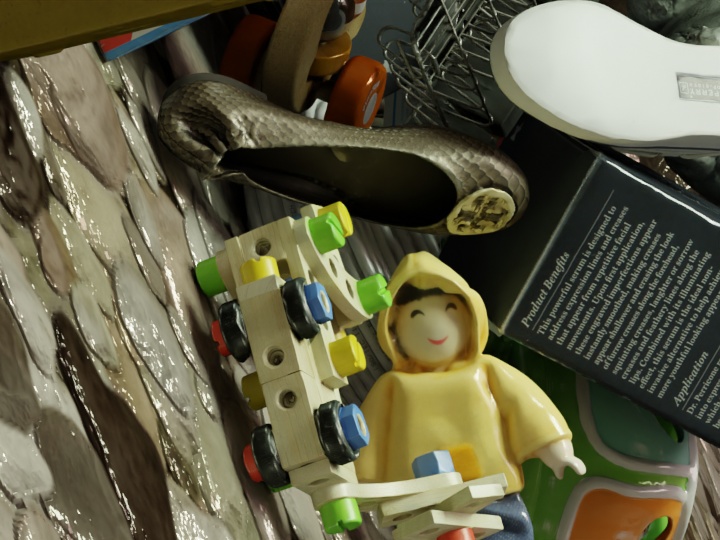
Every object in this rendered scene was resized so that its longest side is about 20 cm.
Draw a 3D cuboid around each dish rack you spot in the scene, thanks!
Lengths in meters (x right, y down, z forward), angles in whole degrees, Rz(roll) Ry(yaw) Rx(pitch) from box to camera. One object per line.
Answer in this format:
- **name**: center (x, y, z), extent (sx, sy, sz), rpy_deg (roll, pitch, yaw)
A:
- **dish rack**: center (0.064, -0.139, 1.420), extent (0.054, 0.154, 0.200), rpy_deg (30, -12, 20)

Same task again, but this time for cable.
- **cable**: center (0.000, 0.000, 1.513), extent (0.200, 0.069, 0.200), rpy_deg (58, 15, -32)

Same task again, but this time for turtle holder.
- **turtle holder**: center (0.121, 0.107, 1.604), extent (0.186, 0.131, 0.142), rpy_deg (-104, -157, -78)

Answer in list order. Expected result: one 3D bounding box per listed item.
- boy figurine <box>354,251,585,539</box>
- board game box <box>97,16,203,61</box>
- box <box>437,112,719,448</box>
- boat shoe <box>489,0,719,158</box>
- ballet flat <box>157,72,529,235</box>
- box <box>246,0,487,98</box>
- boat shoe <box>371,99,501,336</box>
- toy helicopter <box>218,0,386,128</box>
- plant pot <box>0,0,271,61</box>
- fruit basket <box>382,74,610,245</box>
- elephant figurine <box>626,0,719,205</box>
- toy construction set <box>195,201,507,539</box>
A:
- **boy figurine**: center (0.050, 0.089, 1.388), extent (0.064, 0.124, 0.201), rpy_deg (13, 73, -83)
- **board game box**: center (-0.124, -0.215, 1.399), extent (0.197, 0.056, 0.200), rpy_deg (65, 11, -7)
- **box**: center (0.163, 0.012, 1.489), extent (0.199, 0.107, 0.148), rpy_deg (28, 7, -16)
- **boat shoe**: center (0.140, -0.093, 1.434), extent (0.199, 0.066, 0.072), rpy_deg (1, 76, -35)
- **ballet flat**: center (-0.007, -0.049, 1.377), extent (0.199, 0.068, 0.046), rpy_deg (16, 39, -20)
- **box**: center (-0.012, -0.189, 1.593), extent (0.148, 0.104, 0.200), rpy_deg (63, -10, -18)
- **boat shoe**: center (0.049, -0.028, 1.782), extent (0.202, 0.071, 0.061), rpy_deg (58, 18, -27)
- **toy helicopter**: center (-0.003, -0.172, 1.426), extent (0.132, 0.079, 0.201), rpy_deg (90, 24, -61)
- **plant pot**: center (-0.111, -0.181, 1.096), extent (0.200, 0.199, 0.177), rpy_deg (-33, 111, -79)
- **fruit basket**: center (0.085, -0.071, 1.630), extent (0.200, 0.093, 0.186), rpy_deg (-147, -122, -63)
- **elephant figurine**: center (0.200, -0.137, 1.600), extent (0.141, 0.156, 0.200), rpy_deg (14, 29, -26)
- **toy construction set**: center (-0.013, 0.055, 1.313), extent (0.201, 0.092, 0.131), rpy_deg (59, 8, 21)
